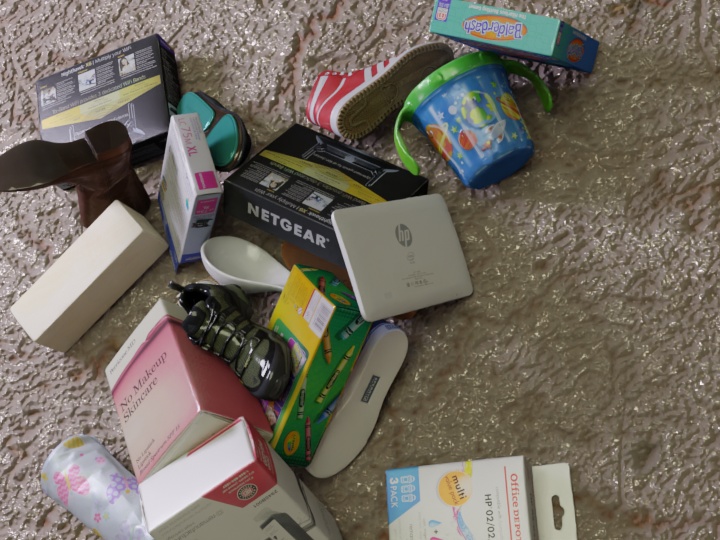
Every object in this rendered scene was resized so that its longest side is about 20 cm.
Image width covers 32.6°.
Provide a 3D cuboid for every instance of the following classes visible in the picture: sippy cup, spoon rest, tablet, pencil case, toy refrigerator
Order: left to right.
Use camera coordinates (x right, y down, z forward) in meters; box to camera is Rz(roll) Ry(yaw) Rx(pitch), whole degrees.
[{"bbox_3d":[-0.352,0.007,1.593,0.200,0.076,0.070,-45,67,3],"label":"toy refrigerator"},{"bbox_3d":[-0.292,0.278,1.480,0.200,0.083,0.091,29,87,25],"label":"pencil case"},{"bbox_3d":[-0.112,0.019,1.515,0.200,0.099,0.061,40,122,16],"label":"spoon rest"},{"bbox_3d":[0.052,-0.019,1.417,0.014,0.200,0.130,-22,84,41],"label":"tablet"},{"bbox_3d":[0.141,-0.175,1.493,0.178,0.140,0.131,-36,74,24],"label":"sippy cup"}]

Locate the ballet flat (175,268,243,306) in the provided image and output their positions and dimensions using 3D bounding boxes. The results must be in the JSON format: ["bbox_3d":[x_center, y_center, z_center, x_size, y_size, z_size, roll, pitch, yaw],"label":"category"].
[{"bbox_3d":[-0.221,0.067,1.544,0.070,0.065,0.200,37,84,28],"label":"ballet flat"}]

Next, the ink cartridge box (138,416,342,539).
[{"bbox_3d":[-0.127,0.282,1.358,0.146,0.200,0.085,-34,35,4],"label":"ink cartridge box"}]

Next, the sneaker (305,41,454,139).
[{"bbox_3d":[0.019,-0.239,1.579,0.200,0.071,0.112,-34,31,-23],"label":"sneaker"}]

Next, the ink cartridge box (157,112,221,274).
[{"bbox_3d":[-0.219,-0.093,1.552,0.042,0.200,0.120,-9,64,-22],"label":"ink cartridge box"}]

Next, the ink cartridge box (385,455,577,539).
[{"bbox_3d":[0.134,0.271,1.360,0.199,0.068,0.115,-9,69,14],"label":"ink cartridge box"}]

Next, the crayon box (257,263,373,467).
[{"bbox_3d":[-0.068,0.108,1.417,0.119,0.058,0.200,43,113,54],"label":"crayon box"}]

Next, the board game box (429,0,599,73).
[{"bbox_3d":[0.188,-0.280,1.472,0.152,0.200,0.045,16,99,22],"label":"board game box"}]

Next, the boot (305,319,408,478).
[{"bbox_3d":[-0.022,0.143,1.464,0.090,0.073,0.200,29,88,50],"label":"boot"}]

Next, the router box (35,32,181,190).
[{"bbox_3d":[-0.343,-0.216,1.685,0.200,0.052,0.158,-17,67,16],"label":"router box"}]

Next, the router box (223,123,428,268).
[{"bbox_3d":[-0.042,-0.091,1.502,0.200,0.052,0.157,25,44,21],"label":"router box"}]

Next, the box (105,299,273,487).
[{"bbox_3d":[-0.203,0.153,1.431,0.128,0.109,0.200,-50,40,18],"label":"box"}]

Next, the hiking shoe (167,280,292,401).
[{"bbox_3d":[-0.154,0.080,1.401,0.200,0.101,0.076,46,116,46],"label":"hiking shoe"}]

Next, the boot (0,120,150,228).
[{"bbox_3d":[-0.365,-0.098,1.566,0.186,0.200,0.064,-17,68,-11],"label":"boot"}]

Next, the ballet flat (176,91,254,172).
[{"bbox_3d":[-0.175,-0.174,1.593,0.073,0.073,0.200,-42,40,-1],"label":"ballet flat"}]

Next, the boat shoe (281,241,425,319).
[{"bbox_3d":[0.000,0.000,1.507,0.200,0.071,0.070,25,42,21],"label":"boat shoe"}]
